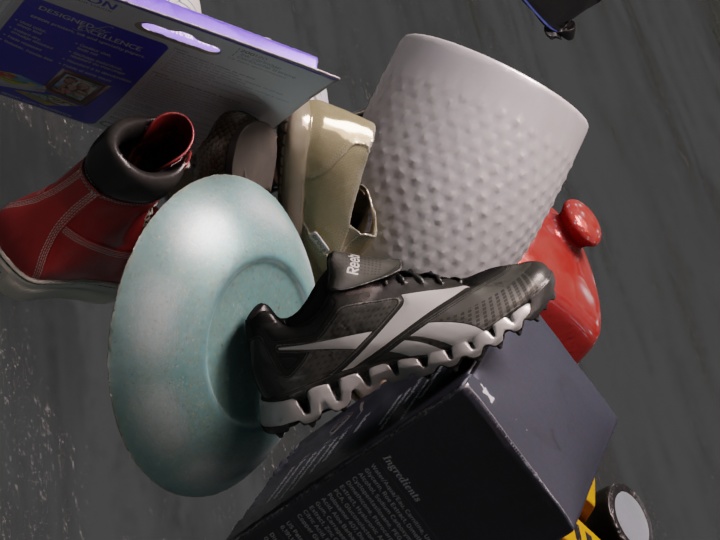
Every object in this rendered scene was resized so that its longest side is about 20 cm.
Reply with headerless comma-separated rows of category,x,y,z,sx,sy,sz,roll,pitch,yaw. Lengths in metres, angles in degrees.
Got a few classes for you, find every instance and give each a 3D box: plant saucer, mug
plant saucer,-0.076,0.043,1.560,0.201,0.039,0.202,-15,109,-53
mug,0.066,-0.046,1.789,0.147,0.176,0.200,23,-7,26

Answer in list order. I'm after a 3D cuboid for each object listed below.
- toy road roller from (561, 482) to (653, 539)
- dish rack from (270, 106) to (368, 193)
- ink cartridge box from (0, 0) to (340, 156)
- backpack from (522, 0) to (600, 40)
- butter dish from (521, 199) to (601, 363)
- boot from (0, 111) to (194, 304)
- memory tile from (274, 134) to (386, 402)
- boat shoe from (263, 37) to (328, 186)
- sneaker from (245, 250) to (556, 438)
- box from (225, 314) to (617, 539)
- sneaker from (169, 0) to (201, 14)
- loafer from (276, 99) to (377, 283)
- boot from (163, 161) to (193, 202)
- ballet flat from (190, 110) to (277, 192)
toy road roller,0.115,0.201,1.791,0.200,0.123,0.146,42,35,-31
dish rack,0.011,-0.015,1.879,0.153,0.054,0.201,-24,92,-42
ink cartridge box,-0.134,-0.136,1.593,0.197,0.200,0.044,19,69,-20
backpack,0.207,-0.401,2.898,0.183,0.147,0.200,39,22,-40
butter dish,0.135,-0.004,2.110,0.200,0.148,0.200,36,26,-39
boot,-0.138,-0.046,1.585,0.073,0.144,0.200,55,19,9
memory tile,0.000,0.000,1.819,0.153,0.017,0.201,6,74,-41
boat shoe,-0.057,-0.118,1.975,0.086,0.075,0.202,38,24,-37
sneaker,0.019,0.023,1.531,0.066,0.199,0.091,-119,-173,-79
box,0.042,0.135,1.613,0.118,0.200,0.197,52,21,-5
sneaker,-0.167,-0.201,1.876,0.200,0.074,0.087,2,60,-63
loafer,-0.023,-0.022,1.680,0.076,0.068,0.201,-91,-177,-53
boot,-0.091,-0.038,1.783,0.201,0.072,0.166,69,13,8
ballet flat,-0.096,-0.004,1.611,0.046,0.201,0.067,17,13,35
